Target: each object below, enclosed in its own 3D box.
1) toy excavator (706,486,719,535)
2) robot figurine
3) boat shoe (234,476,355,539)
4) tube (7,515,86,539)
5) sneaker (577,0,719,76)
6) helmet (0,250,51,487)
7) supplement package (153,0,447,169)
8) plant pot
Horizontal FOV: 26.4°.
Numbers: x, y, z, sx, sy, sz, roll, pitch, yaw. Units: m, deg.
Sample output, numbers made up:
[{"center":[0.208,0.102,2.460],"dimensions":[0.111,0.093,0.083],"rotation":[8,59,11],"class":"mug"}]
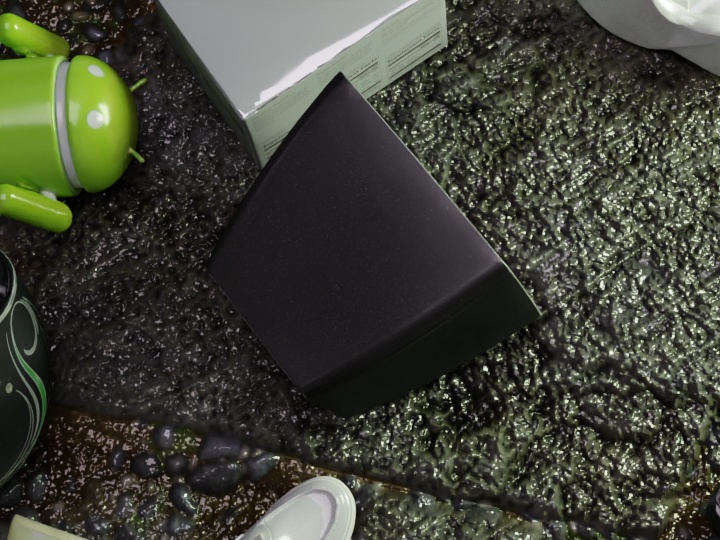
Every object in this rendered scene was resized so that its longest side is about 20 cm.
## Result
[{"center":[0.386,0.211,1.135],"dimensions":[0.198,0.100,0.196],"rotation":[-16,73,-10],"class":"toy excavator"},{"center":[-0.275,-0.117,1.275],"dimensions":[0.198,0.116,0.177],"rotation":[-4,70,3],"class":"robot figurine"},{"center":[-0.083,0.233,1.172],"dimensions":[0.200,0.069,0.072],"rotation":[-39,73,-8],"class":"boat shoe"},{"center":[-0.270,0.292,1.173],"dimensions":[0.058,0.052,0.201],"rotation":[33,67,-31],"class":"tube"},{"center":[0.272,-0.233,1.301],"dimensions":[0.199,0.075,0.089],"rotation":[29,64,7],"class":"sneaker"},{"center":[-0.330,0.088,1.176],"dimensions":[0.198,0.192,0.201],"rotation":[3,38,-3],"class":"helmet"},{"center":[-0.051,-0.216,1.292],"dimensions":[0.199,0.111,0.156],"rotation":[-34,73,-7],"class":"supplement package"},{"center":[0.000,0.000,1.184],"dimensions":[0.177,0.199,0.200],"rotation":[-39,73,3],"class":"plant pot"}]
